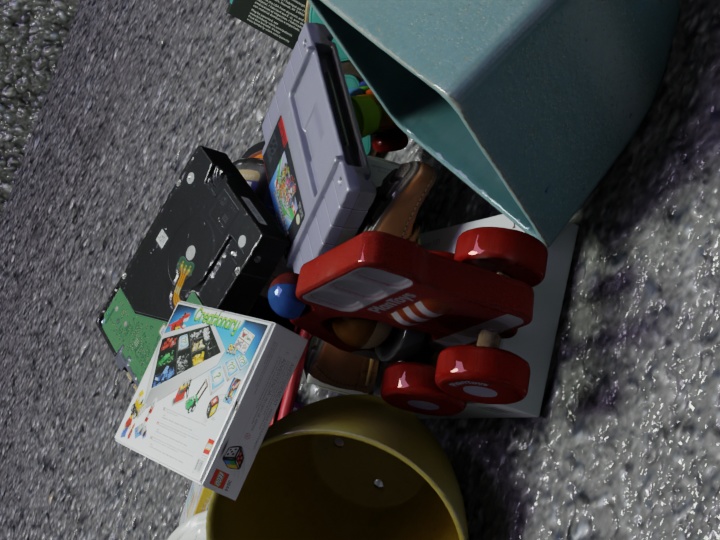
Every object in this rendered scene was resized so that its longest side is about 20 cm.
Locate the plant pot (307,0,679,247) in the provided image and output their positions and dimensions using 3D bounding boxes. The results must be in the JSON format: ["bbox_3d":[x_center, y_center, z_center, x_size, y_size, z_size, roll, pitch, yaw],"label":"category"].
[{"bbox_3d":[0.112,-0.181,1.144,0.200,0.196,0.196,-45,50,-4],"label":"plant pot"}]

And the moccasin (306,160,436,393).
[{"bbox_3d":[0.021,0.008,1.291,0.074,0.077,0.203,-98,28,-76],"label":"moccasin"}]

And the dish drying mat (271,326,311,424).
[{"bbox_3d":[-0.057,0.078,1.387,0.077,0.018,0.202,-93,17,-85],"label":"dish drying mat"}]

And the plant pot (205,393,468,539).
[{"bbox_3d":[-0.004,0.176,1.233,0.201,0.199,0.142,-59,2,27],"label":"plant pot"}]

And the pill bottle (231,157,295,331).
[{"bbox_3d":[-0.099,0.008,1.447,0.112,0.111,0.201,-16,53,63],"label":"pill bottle"}]

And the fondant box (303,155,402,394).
[{"bbox_3d":[0.000,0.000,1.412,0.144,0.058,0.201,-129,55,-83],"label":"fondant box"}]

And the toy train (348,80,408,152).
[{"bbox_3d":[0.034,-0.141,1.384,0.199,0.115,0.085,2,105,53],"label":"toy train"}]

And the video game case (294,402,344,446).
[{"bbox_3d":[-0.064,0.224,1.484,0.200,0.036,0.183,17,88,67],"label":"video game case"}]

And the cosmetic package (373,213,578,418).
[{"bbox_3d":[0.087,0.039,1.261,0.200,0.051,0.152,-11,65,64],"label":"cosmetic package"}]

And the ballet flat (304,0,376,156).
[{"bbox_3d":[-0.015,-0.205,1.565,0.063,0.068,0.202,-63,-29,-69],"label":"ballet flat"}]

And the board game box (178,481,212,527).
[{"bbox_3d":[-0.136,0.196,1.601,0.153,0.040,0.201,-103,32,-76],"label":"board game box"}]

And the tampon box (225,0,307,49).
[{"bbox_3d":[-0.032,-0.344,1.656,0.201,0.126,0.150,-59,6,29],"label":"tampon box"}]

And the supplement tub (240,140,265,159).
[{"bbox_3d":[-0.078,-0.056,1.628,0.107,0.106,0.200,-61,25,25],"label":"supplement tub"}]

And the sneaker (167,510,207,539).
[{"bbox_3d":[-0.120,0.264,1.457,0.200,0.075,0.089,-49,44,41],"label":"sneaker"}]

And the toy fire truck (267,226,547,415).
[{"bbox_3d":[0.028,0.025,1.128,0.200,0.167,0.113,-22,52,60],"label":"toy fire truck"}]

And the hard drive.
[{"bbox_3d":[-0.148,0.012,1.376,0.201,0.038,0.140,-57,44,19],"label":"hard drive"}]

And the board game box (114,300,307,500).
[{"bbox_3d":[-0.118,0.093,1.212,0.200,0.034,0.127,9,72,64],"label":"board game box"}]

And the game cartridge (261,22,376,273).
[{"bbox_3d":[-0.040,-0.093,1.322,0.130,0.038,0.201,-58,34,39],"label":"game cartridge"}]
